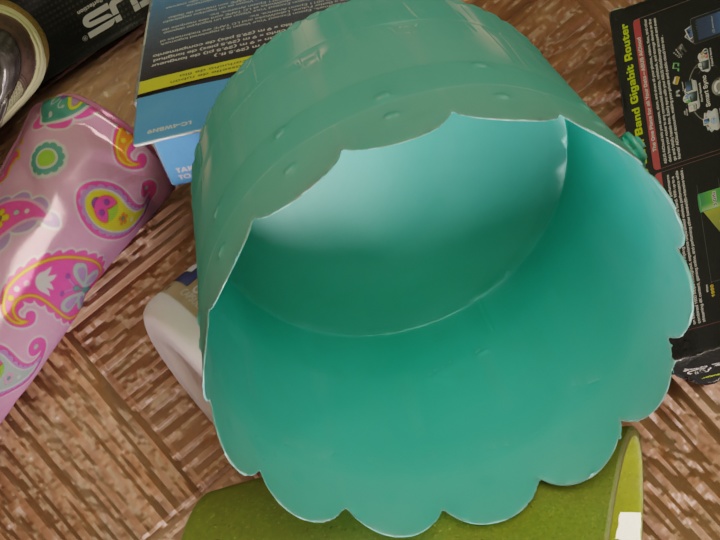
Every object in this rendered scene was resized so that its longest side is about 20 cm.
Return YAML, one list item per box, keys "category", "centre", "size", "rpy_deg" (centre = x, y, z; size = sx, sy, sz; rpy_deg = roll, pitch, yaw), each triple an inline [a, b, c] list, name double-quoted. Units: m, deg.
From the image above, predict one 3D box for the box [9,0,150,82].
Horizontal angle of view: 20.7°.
- category: "box"
  centre: [-0.198, -0.182, 0.997]
  size: [0.199, 0.194, 0.047]
  rpy_deg: [-32, 35, -12]

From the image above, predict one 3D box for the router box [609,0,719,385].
- category: "router box"
  centre: [0.214, -0.056, 0.989]
  size: [0.149, 0.062, 0.202]
  rpy_deg: [-17, 69, 32]

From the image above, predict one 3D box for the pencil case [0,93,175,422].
- category: "pencil case"
  centre: [-0.179, 0.007, 0.982]
  size: [0.087, 0.088, 0.201]
  rpy_deg: [34, 76, 9]

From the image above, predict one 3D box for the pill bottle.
- category: "pill bottle"
  centre: [0.000, 0.000, 0.977]
  size: [0.200, 0.111, 0.111]
  rpy_deg: [-40, 77, -13]

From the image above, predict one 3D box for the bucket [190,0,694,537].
- category: "bucket"
  centre: [0.024, -0.006, 0.820]
  size: [0.205, 0.208, 0.135]
  rpy_deg: [-11, 34, -5]

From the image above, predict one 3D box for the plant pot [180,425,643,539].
- category: "plant pot"
  centre: [0.020, 0.156, 0.906]
  size: [0.198, 0.187, 0.189]
  rpy_deg: [5, 71, 14]

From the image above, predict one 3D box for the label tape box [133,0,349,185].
- category: "label tape box"
  centre: [-0.031, -0.095, 0.962]
  size: [0.142, 0.067, 0.201]
  rpy_deg: [-12, 31, 4]

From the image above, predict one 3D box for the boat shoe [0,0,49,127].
- category: "boat shoe"
  centre: [-0.232, -0.050, 0.969]
  size: [0.072, 0.066, 0.201]
  rpy_deg: [42, 104, -5]
